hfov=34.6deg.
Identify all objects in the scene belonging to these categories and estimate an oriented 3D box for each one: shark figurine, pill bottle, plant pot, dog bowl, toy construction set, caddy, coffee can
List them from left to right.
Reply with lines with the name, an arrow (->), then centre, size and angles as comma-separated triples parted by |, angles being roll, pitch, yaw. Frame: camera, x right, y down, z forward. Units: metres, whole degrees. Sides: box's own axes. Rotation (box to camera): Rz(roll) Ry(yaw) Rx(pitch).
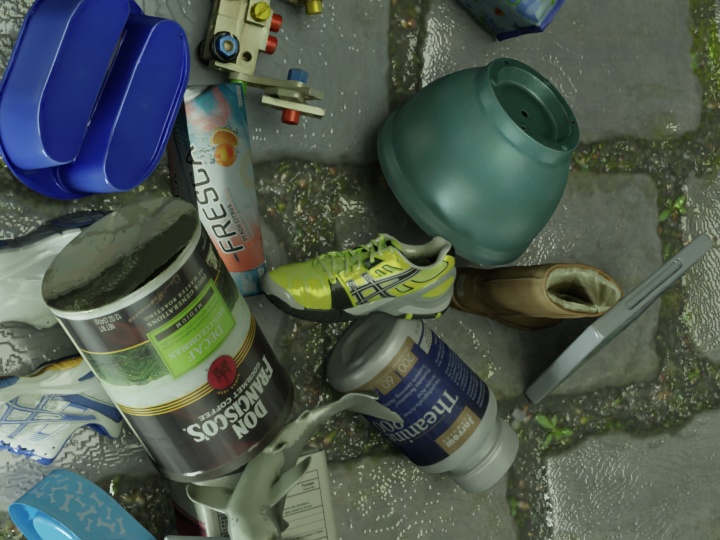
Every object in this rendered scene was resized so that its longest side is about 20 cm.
caddy -> -0.241, -0.161, 1.028 | 0.141, 0.104, 0.202 | 26, 80, -42
dog bowl -> -0.220, 0.253, 1.025 | 0.200, 0.111, 0.050 | 49, 54, -17
coffee can -> -0.162, 0.060, 0.994 | 0.146, 0.146, 0.201 | -42, 126, -23
toy construction set -> -0.083, -0.238, 1.128 | 0.130, 0.092, 0.203 | 12, 72, -27
shark figurine -> -0.061, 0.185, 1.017 | 0.215, 0.127, 0.090 | -53, 136, -36
pill bottle -> 0.068, 0.134, 1.176 | 0.200, 0.111, 0.111 | 44, 70, -19
plant pot -> 0.134, -0.125, 1.158 | 0.199, 0.134, 0.202 | 24, 44, -25

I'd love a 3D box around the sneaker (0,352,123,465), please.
sneaker -> -0.297, 0.132, 1.003 | 0.198, 0.075, 0.089 | -13, 95, -27

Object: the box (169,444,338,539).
box -> -0.095, 0.273, 1.086 | 0.126, 0.109, 0.203 | -10, 93, -26

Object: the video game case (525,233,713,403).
video game case -> 0.276, 0.056, 1.249 | 0.182, 0.200, 0.022 | -35, 77, -24

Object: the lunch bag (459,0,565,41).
lunch bag -> 0.166, -0.379, 1.240 | 0.170, 0.127, 0.201 | 38, 81, -21

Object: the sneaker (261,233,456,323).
sneaker -> 0.000, 0.000, 1.096 | 0.198, 0.076, 0.077 | -3, 124, -27

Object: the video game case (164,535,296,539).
video game case -> -0.115, 0.334, 1.001 | 0.142, 0.018, 0.203 | 9, 88, -27

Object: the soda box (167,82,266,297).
soda box -> -0.139, -0.072, 1.096 | 0.063, 0.068, 0.203 | -9, 94, -28

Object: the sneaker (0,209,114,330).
sneaker -> -0.273, 0.001, 1.033 | 0.198, 0.074, 0.088 | -19, 109, -20

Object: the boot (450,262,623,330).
boot -> 0.201, 0.029, 1.201 | 0.173, 0.199, 0.067 | 4, 86, -27
